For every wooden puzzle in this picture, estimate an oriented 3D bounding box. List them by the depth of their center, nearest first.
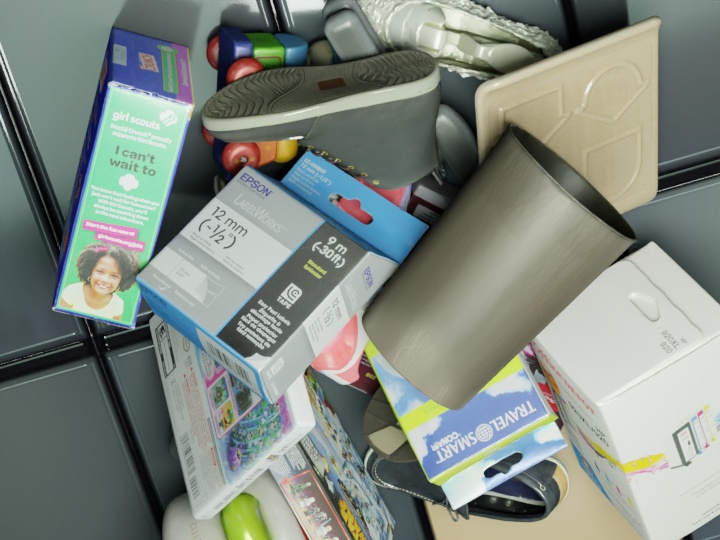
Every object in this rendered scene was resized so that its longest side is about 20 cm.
[{"bbox_3d":[0.174,-0.113,1.437,0.184,0.046,0.201,-23,132,-21],"label":"wooden puzzle"}]

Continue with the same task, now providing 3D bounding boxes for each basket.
[{"bbox_3d":[0.105,0.003,1.344,0.136,0.180,0.200,44,102,11],"label":"basket"}]

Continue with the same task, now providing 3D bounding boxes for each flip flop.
[{"bbox_3d":[0.082,0.089,1.492,0.081,0.058,0.201,37,91,17],"label":"flip flop"}]

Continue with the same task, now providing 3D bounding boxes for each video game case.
[{"bbox_3d":[-0.115,0.085,1.442,0.024,0.202,0.182,5,146,-36],"label":"video game case"}]

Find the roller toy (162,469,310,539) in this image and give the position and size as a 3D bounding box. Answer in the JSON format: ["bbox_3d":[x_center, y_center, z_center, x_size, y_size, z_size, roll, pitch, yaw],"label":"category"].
[{"bbox_3d":[-0.097,0.277,1.550,0.139,0.183,0.201,-26,109,6],"label":"roller toy"}]

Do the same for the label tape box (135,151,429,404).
[{"bbox_3d":[-0.062,-0.013,1.357,0.200,0.143,0.066,-48,153,-16],"label":"label tape box"}]

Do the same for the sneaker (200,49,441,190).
[{"bbox_3d":[-0.028,-0.109,1.379,0.198,0.075,0.107,-9,127,-3],"label":"sneaker"}]

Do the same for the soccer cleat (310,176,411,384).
[{"bbox_3d":[0.000,0.000,1.427,0.066,0.201,0.077,1,146,32],"label":"soccer cleat"}]

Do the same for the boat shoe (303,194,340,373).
[{"bbox_3d":[-0.048,0.019,1.465,0.073,0.066,0.202,9,100,-53],"label":"boat shoe"}]

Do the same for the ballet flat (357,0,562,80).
[{"bbox_3d":[0.086,-0.201,1.435,0.198,0.072,0.072,13,111,-9],"label":"ballet flat"}]

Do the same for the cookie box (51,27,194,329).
[{"bbox_3d":[-0.199,-0.081,1.405,0.074,0.171,0.202,12,111,-12],"label":"cookie box"}]

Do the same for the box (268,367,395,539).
[{"bbox_3d":[-0.033,0.190,1.532,0.040,0.137,0.201,-24,105,14],"label":"box"}]

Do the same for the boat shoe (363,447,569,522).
[{"bbox_3d":[0.096,0.196,1.578,0.198,0.062,0.075,8,119,14],"label":"boat shoe"}]

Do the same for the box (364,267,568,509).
[{"bbox_3d":[0.080,0.088,1.438,0.121,0.048,0.201,-30,74,8],"label":"box"}]

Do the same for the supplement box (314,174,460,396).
[{"bbox_3d":[0.048,0.019,1.523,0.108,0.061,0.201,26,107,-15],"label":"supplement box"}]

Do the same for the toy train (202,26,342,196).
[{"bbox_3d":[-0.074,-0.110,1.459,0.115,0.085,0.202,-4,116,-19],"label":"toy train"}]

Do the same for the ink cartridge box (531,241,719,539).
[{"bbox_3d":[0.260,0.112,1.490,0.144,0.147,0.201,-30,127,-6],"label":"ink cartridge box"}]

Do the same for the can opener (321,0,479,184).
[{"bbox_3d":[0.034,-0.155,1.434,0.066,0.053,0.200,-29,124,15],"label":"can opener"}]

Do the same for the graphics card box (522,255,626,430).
[{"bbox_3d":[0.159,0.061,1.554,0.124,0.051,0.201,20,108,-14],"label":"graphics card box"}]

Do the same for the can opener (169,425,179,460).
[{"bbox_3d":[-0.121,0.088,1.534,0.066,0.053,0.201,22,109,-14],"label":"can opener"}]
